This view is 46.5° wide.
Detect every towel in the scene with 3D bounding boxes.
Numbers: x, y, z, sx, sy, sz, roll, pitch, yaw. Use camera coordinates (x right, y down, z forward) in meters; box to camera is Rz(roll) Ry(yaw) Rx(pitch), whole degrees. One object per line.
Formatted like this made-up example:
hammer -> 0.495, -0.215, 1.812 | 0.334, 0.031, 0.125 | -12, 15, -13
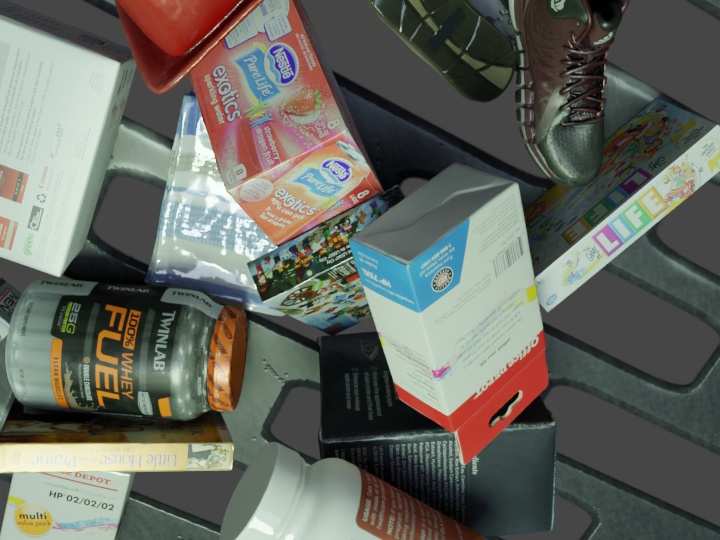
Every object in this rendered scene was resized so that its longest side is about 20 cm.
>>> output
towel -> -0.117, -0.058, 0.795 | 0.146, 0.024, 0.201 | 13, 109, -8

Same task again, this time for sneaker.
sneaker -> 0.180, -0.167, 0.695 | 0.075, 0.115, 0.202 | -17, 99, -15

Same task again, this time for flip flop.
flip flop -> 0.062, -0.228, 0.726 | 0.081, 0.058, 0.200 | -44, 121, 8

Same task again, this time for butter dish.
butter dish -> -0.138, -0.269, 0.606 | 0.200, 0.200, 0.148 | -39, 140, 12

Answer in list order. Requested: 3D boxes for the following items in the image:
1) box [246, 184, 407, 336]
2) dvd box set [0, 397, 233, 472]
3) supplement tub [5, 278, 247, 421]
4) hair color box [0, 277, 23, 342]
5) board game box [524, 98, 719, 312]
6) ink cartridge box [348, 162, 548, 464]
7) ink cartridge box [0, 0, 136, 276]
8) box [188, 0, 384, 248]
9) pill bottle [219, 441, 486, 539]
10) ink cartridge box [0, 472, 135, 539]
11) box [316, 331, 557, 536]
box -> 0.000, 0.000, 0.737 | 0.136, 0.200, 0.038 | -26, 73, 8
dvd box set -> -0.226, 0.152, 0.784 | 0.198, 0.146, 0.030 | 4, 96, -16
supplement tub -> -0.211, 0.075, 0.781 | 0.198, 0.123, 0.124 | 4, 111, 1
hair color box -> -0.426, 0.011, 0.788 | 0.099, 0.061, 0.200 | -43, 107, 13
board game box -> 0.218, -0.063, 0.748 | 0.200, 0.135, 0.034 | -42, 107, 12
ink cartridge box -> 0.076, 0.036, 0.642 | 0.116, 0.067, 0.201 | -36, 128, -26
ink cartridge box -> -0.310, -0.123, 0.729 | 0.174, 0.084, 0.201 | 20, 108, -10
box -> -0.067, -0.136, 0.669 | 0.102, 0.201, 0.095 | -27, 149, 7
pill bottle -> -0.002, 0.216, 0.645 | 0.199, 0.112, 0.112 | 32, 106, -14
ink cartridge box -> -0.299, 0.227, 0.870 | 0.114, 0.068, 0.201 | 16, 109, -8
box -> 0.062, 0.146, 0.786 | 0.198, 0.197, 0.118 | -5, 112, -1
